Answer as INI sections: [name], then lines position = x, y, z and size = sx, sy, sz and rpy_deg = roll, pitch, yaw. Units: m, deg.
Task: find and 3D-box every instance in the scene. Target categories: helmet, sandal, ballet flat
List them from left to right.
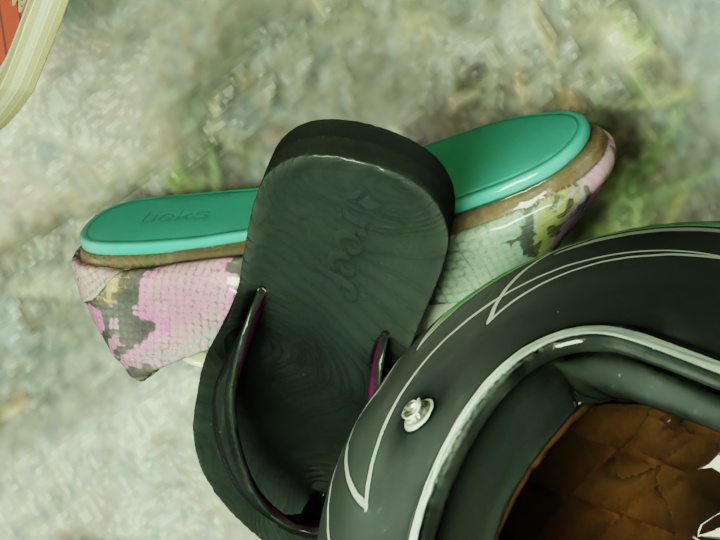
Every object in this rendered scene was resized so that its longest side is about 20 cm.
[sandal]
position = -0.016, 0.037, 0.892
size = 0.075, 0.048, 0.201
rpy_deg = 12, 139, 5
[ballet flat]
position = 0.000, 0.000, 0.925
size = 0.200, 0.069, 0.071
rpy_deg = -11, 114, 29
[helmet]
position = 0.087, 0.078, 0.781
size = 0.190, 0.200, 0.200
rpy_deg = -6, 98, 23

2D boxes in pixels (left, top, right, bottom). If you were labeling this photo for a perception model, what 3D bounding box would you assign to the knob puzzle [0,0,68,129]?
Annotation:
[knob puzzle]
position = -0.099, -0.136, 0.871
size = 0.030, 0.220, 0.220
rpy_deg = 12, 108, -14
